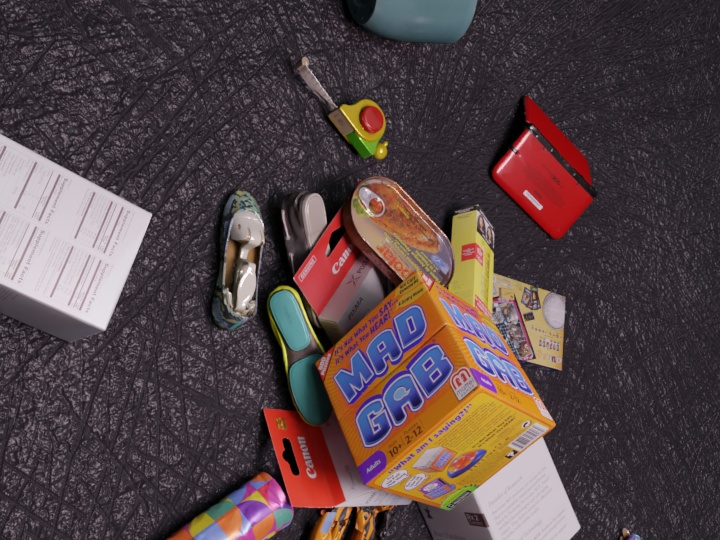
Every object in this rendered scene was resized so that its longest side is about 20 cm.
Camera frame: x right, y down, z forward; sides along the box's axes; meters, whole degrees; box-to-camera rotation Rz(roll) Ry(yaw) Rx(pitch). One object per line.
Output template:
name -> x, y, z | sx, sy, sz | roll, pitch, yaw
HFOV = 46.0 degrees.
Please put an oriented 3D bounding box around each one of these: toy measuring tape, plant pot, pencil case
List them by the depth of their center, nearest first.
pencil case -> -0.181, 0.345, 1.094 | 0.198, 0.088, 0.090 | -29, 98, -32
toy measuring tape -> -0.018, -0.259, 1.316 | 0.201, 0.073, 0.074 | 51, 59, -17
plant pot -> 0.068, -0.459, 1.341 | 0.158, 0.200, 0.205 | -10, 87, -23

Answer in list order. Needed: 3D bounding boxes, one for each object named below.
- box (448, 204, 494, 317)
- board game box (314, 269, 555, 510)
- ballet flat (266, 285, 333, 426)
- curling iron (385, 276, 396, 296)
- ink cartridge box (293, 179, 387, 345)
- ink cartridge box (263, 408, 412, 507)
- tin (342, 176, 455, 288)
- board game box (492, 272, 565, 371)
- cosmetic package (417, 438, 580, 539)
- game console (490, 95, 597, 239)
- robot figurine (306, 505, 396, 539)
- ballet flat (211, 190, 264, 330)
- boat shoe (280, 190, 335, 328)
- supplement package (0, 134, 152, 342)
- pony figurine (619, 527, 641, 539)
box -> 0.181, -0.002, 1.378 | 0.075, 0.049, 0.203 | 46, 42, -43
board game box -> 0.097, 0.165, 1.138 | 0.199, 0.200, 0.201 | 30, 25, -45
ballet flat -> -0.082, 0.119, 1.208 | 0.066, 0.067, 0.204 | -18, 89, -4
curling iron -> 0.057, 0.086, 1.290 | 0.025, 0.050, 0.204 | -11, 108, -13
ink cartridge box -> 0.000, 0.000, 1.258 | 0.201, 0.044, 0.177 | -57, 139, -28
ink cartridge box -> -0.024, 0.249, 1.186 | 0.197, 0.048, 0.162 | 10, 40, -34
tin -> 0.056, -0.046, 1.246 | 0.200, 0.042, 0.112 | 46, 55, -12
board game box -> 0.274, 0.091, 1.476 | 0.197, 0.034, 0.138 | 17, 73, -31
cosmetic package -> 0.199, 0.346, 1.301 | 0.164, 0.164, 0.203 | -29, 97, -33
game console -> 0.336, -0.191, 1.577 | 0.199, 0.119, 0.173 | 39, 94, -22
robot figurine -> -0.010, 0.369, 1.218 | 0.144, 0.058, 0.202 | 37, 64, -25
ballet flat -> -0.160, -0.018, 1.177 | 0.073, 0.074, 0.204 | 11, 76, -32
boat shoe -> -0.077, -0.017, 1.238 | 0.066, 0.056, 0.204 | -26, 117, -50
supplement package -> -0.378, -0.031, 0.978 | 0.198, 0.151, 0.153 | 29, 66, -27
pony figurine -> 0.497, 0.582, 1.493 | 0.203, 0.164, 0.193 | 67, 24, -2
